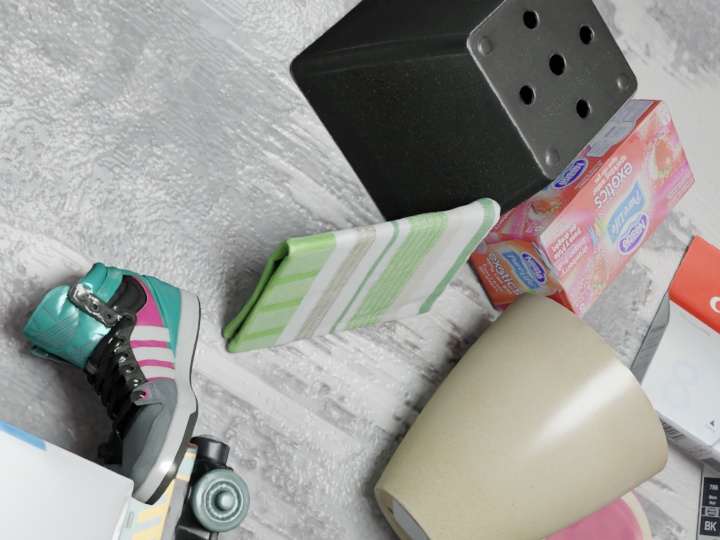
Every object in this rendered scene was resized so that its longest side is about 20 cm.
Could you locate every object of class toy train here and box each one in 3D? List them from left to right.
[{"bbox_3d":[-0.155,0.210,1.139,0.114,0.085,0.201,19,75,-23],"label":"toy train"}]

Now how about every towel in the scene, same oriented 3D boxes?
[{"bbox_3d":[0.000,0.000,1.233,0.199,0.149,0.031,-10,60,-34],"label":"towel"}]

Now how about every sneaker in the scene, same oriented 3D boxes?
[{"bbox_3d":[-0.177,0.065,1.096,0.120,0.084,0.200,25,33,-22],"label":"sneaker"}]

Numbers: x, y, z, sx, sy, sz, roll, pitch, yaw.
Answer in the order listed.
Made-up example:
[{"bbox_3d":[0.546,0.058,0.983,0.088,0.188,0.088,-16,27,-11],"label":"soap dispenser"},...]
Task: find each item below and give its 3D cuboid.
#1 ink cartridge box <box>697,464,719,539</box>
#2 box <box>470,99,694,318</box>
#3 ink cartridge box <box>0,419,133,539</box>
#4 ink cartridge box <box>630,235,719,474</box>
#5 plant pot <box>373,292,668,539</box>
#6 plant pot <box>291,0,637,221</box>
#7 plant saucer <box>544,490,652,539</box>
[{"bbox_3d":[0.380,0.213,1.546,0.099,0.039,0.201,11,79,-34],"label":"ink cartridge box"},{"bbox_3d":[0.193,-0.058,1.384,0.200,0.102,0.095,-46,123,-30],"label":"box"},{"bbox_3d":[-0.260,0.144,0.991,0.146,0.200,0.086,31,68,-30],"label":"ink cartridge box"},{"bbox_3d":[0.353,0.084,1.502,0.160,0.047,0.201,33,70,-9],"label":"ink cartridge box"},{"bbox_3d":[0.114,0.151,1.291,0.200,0.187,0.188,-36,108,-16],"label":"plant pot"},{"bbox_3d":[0.101,-0.154,1.288,0.200,0.177,0.200,-44,111,-28],"label":"plant pot"},{"bbox_3d":[0.192,0.256,1.400,0.200,0.051,0.202,3,85,-35],"label":"plant saucer"}]
